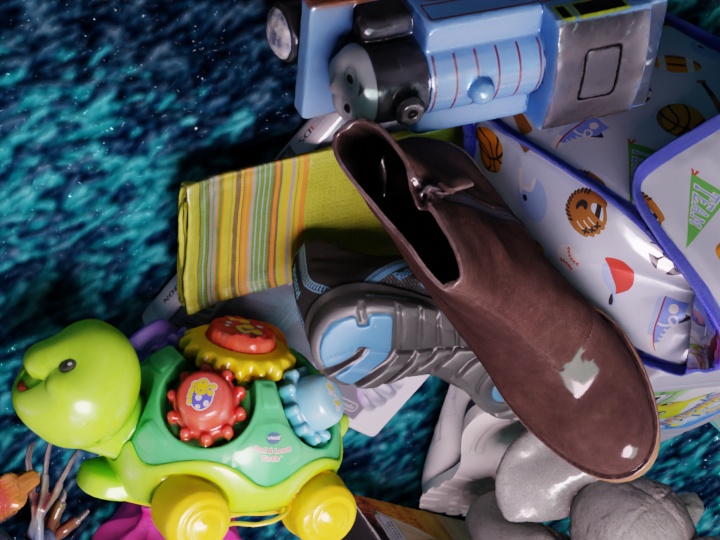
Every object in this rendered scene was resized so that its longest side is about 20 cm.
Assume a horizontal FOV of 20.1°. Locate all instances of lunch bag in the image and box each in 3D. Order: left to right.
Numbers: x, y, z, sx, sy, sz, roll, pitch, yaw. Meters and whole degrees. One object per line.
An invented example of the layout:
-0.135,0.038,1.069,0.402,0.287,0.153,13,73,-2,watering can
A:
0.175,-0.040,1.092,0.169,0.200,0.125,-28,137,-30,lunch bag

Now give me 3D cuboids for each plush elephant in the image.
0.139,0.171,1.175,0.155,0.165,0.200,-42,163,17,plush elephant

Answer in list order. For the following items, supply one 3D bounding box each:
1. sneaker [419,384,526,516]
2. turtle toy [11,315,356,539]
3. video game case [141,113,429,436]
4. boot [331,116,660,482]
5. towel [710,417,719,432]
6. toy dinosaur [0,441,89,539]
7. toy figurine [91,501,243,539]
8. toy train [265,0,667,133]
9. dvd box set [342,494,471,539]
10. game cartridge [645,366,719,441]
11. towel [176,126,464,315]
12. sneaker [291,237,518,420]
0.080,0.095,1.270,0.076,0.081,0.200,1,152,-12,sneaker
-0.092,0.076,1.088,0.198,0.146,0.102,2,110,-30,turtle toy
0.000,0.000,1.178,0.182,0.023,0.199,-48,135,14,video game case
0.064,0.019,0.988,0.072,0.201,0.166,-38,165,13,boot
0.288,0.074,1.367,0.146,0.022,0.200,-15,145,28,towel
-0.188,0.158,1.102,0.104,0.181,0.202,-19,94,-2,toy dinosaur
-0.097,0.218,1.214,0.149,0.186,0.200,-19,174,-16,toy figurine
0.054,-0.123,1.037,0.198,0.114,0.087,-12,132,-22,toy train
0.077,0.213,1.283,0.029,0.147,0.199,-49,142,16,dvd box set
0.189,0.073,1.278,0.132,0.041,0.200,-7,162,-29,game cartridge
-0.006,-0.034,1.115,0.198,0.018,0.087,-15,135,-21,towel
0.051,0.026,1.124,0.199,0.082,0.073,16,121,-35,sneaker
